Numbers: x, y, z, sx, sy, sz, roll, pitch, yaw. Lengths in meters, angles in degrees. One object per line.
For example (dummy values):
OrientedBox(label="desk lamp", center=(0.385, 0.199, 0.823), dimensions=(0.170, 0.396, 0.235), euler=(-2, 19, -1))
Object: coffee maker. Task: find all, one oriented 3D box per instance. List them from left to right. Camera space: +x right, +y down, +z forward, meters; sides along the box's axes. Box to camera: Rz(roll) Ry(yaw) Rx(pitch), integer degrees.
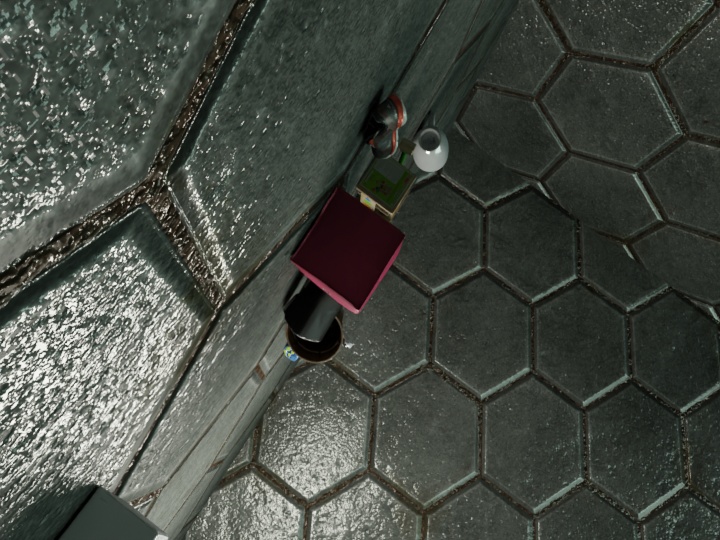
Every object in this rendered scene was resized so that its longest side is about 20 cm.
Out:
OrientedBox(label="coffee maker", center=(-0.110, 0.085, 1.446), dimensions=(0.203, 0.132, 0.193), euler=(-56, -158, 14))

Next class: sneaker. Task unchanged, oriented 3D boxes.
OrientedBox(label="sneaker", center=(-0.251, 0.288, 2.171), dimensions=(0.083, 0.070, 0.203), euler=(-41, 162, -54))
OrientedBox(label="sneaker", center=(-0.118, 0.253, 1.972), dimensions=(0.115, 0.198, 0.076), euler=(-49, 141, -10))
OrientedBox(label="sneaker", center=(0.033, -0.286, 1.098), dimensions=(0.080, 0.079, 0.201), euler=(-27, 168, -14))

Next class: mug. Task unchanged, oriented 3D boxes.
OrientedBox(label="mug", center=(0.271, -0.504, 2.073), dimensions=(0.175, 0.142, 0.209), euler=(24, 71, -80))

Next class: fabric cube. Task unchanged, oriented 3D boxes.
OrientedBox(label="fabric cube", center=(-0.028, -0.037, 1.256), dimensions=(0.203, 0.193, 0.199), euler=(-55, 177, -5))

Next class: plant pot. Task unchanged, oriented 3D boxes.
OrientedBox(label="plant pot", center=(-0.139, 0.176, 1.832), dimensions=(0.203, 0.197, 0.199), euler=(-56, -176, 18))

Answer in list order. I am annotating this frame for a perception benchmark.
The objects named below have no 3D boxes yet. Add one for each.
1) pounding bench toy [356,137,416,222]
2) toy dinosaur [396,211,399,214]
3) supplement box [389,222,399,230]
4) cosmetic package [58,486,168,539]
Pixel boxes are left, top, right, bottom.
OrientedBox(label="pounding bench toy", center=(0.087, -0.258, 1.522), dimensions=(0.203, 0.122, 0.156), euler=(-56, 177, -8))
OrientedBox(label="toy dinosaur", center=(0.059, -0.258, 1.920), dimensions=(0.195, 0.108, 0.181), euler=(0, 150, -40))
OrientedBox(label="supplement box", center=(0.054, -0.065, 1.640), dimensions=(0.111, 0.060, 0.200), euler=(-59, 176, 28))
OrientedBox(label="cosmetic package", center=(-0.416, 0.472, 0.837), dimensions=(0.202, 0.121, 0.201), euler=(-55, 175, -30))
